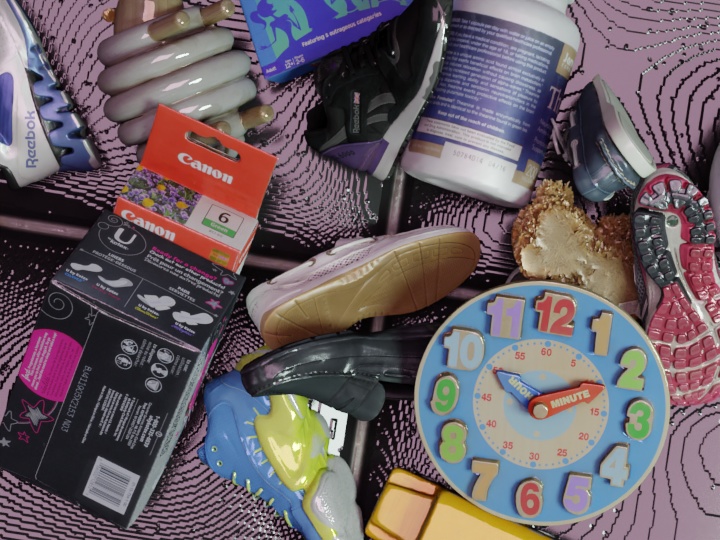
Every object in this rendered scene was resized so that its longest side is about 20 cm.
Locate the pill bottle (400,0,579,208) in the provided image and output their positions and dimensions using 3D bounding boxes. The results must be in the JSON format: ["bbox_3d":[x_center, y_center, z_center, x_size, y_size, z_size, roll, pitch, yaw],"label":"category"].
[{"bbox_3d":[0.112,-0.160,1.661,0.110,0.111,0.201,18,89,1],"label":"pill bottle"}]

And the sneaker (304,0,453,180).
[{"bbox_3d":[0.010,-0.152,1.624,0.087,0.200,0.076,17,46,-8],"label":"sneaker"}]

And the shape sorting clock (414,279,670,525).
[{"bbox_3d":[0.140,0.105,1.601,0.199,0.039,0.201,2,102,9],"label":"shape sorting clock"}]

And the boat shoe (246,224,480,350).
[{"bbox_3d":[0.000,0.000,1.678,0.199,0.069,0.071,-19,128,-18],"label":"boat shoe"}]

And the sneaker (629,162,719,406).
[{"bbox_3d":[0.254,0.012,1.614,0.080,0.075,0.201,-7,111,3],"label":"sneaker"}]

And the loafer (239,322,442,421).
[{"bbox_3d":[-0.004,0.085,1.635,0.200,0.068,0.071,-5,78,-37],"label":"loafer"}]

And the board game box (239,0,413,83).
[{"bbox_3d":[-0.036,-0.273,1.672,0.151,0.045,0.201,-21,84,18],"label":"board game box"}]

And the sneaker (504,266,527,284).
[{"bbox_3d":[0.145,0.093,1.667,0.077,0.082,0.201,2,89,1],"label":"sneaker"}]

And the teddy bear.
[{"bbox_3d":[0.195,0.014,1.659,0.199,0.067,0.146,16,84,-25],"label":"teddy bear"}]

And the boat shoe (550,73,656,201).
[{"bbox_3d":[0.188,-0.099,1.621,0.062,0.200,0.075,-35,107,11],"label":"boat shoe"}]

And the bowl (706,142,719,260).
[{"bbox_3d":[0.339,-0.045,1.646,0.200,0.090,0.202,17,64,-38],"label":"bowl"}]

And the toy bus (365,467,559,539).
[{"bbox_3d":[0.105,0.228,1.665,0.199,0.078,0.065,25,89,1],"label":"toy bus"}]

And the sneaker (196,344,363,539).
[{"bbox_3d":[-0.069,0.164,1.683,0.105,0.076,0.201,-18,88,18],"label":"sneaker"}]

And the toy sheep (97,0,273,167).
[{"bbox_3d":[-0.144,-0.143,1.655,0.137,0.138,0.201,-17,93,0],"label":"toy sheep"}]

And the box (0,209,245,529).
[{"bbox_3d":[-0.190,0.078,1.613,0.132,0.115,0.201,25,126,1],"label":"box"}]

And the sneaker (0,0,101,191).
[{"bbox_3d":[-0.306,-0.149,1.680,0.115,0.081,0.200,-28,90,-2],"label":"sneaker"}]

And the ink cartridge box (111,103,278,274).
[{"bbox_3d":[-0.144,-0.025,1.633,0.109,0.050,0.200,24,130,1],"label":"ink cartridge box"}]
